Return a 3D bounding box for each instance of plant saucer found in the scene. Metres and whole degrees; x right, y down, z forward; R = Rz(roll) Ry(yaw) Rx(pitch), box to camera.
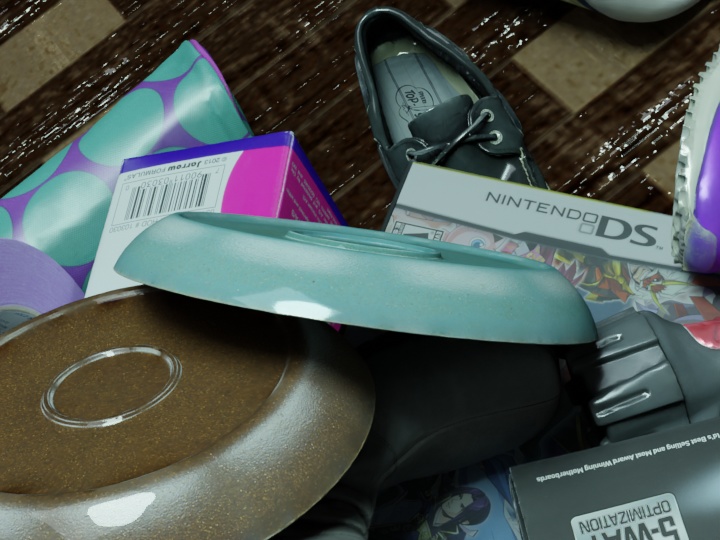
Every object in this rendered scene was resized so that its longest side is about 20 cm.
[{"bbox_3d":[0.000,0.000,0.774,0.199,0.199,0.028,12,95,36],"label":"plant saucer"},{"bbox_3d":[-0.094,0.056,0.739,0.198,0.032,0.201,-9,28,5],"label":"plant saucer"}]

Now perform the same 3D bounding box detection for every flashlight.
[{"bbox_3d":[0.181,0.014,0.804,0.199,0.068,0.068,-21,19,-3],"label":"flashlight"}]

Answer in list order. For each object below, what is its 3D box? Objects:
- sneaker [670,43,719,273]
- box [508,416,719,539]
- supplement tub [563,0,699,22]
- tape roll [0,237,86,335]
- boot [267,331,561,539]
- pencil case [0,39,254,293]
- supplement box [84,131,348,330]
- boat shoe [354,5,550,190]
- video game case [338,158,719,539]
[{"bbox_3d":[0.208,-0.069,0.863,0.099,0.070,0.201,17,49,19],"label":"sneaker"},{"bbox_3d":[0.169,0.126,0.724,0.198,0.050,0.158,-14,46,2],"label":"box"},{"bbox_3d":[0.099,-0.225,1.019,0.199,0.145,0.145,27,69,41],"label":"supplement tub"},{"bbox_3d":[-0.178,0.089,0.873,0.065,0.200,0.201,-10,49,23],"label":"tape roll"},{"bbox_3d":[-0.003,0.088,0.747,0.198,0.070,0.132,-14,27,-4],"label":"boot"},{"bbox_3d":[-0.142,-0.032,1.037,0.200,0.085,0.092,-40,7,-5],"label":"pencil case"},{"bbox_3d":[-0.073,0.046,0.920,0.100,0.104,0.201,-7,49,23],"label":"supplement box"},{"bbox_3d":[0.044,-0.069,0.973,0.074,0.066,0.200,-25,47,6],"label":"boat shoe"},{"bbox_3d":[0.074,0.051,0.850,0.179,0.026,0.201,13,60,17],"label":"video game case"}]
